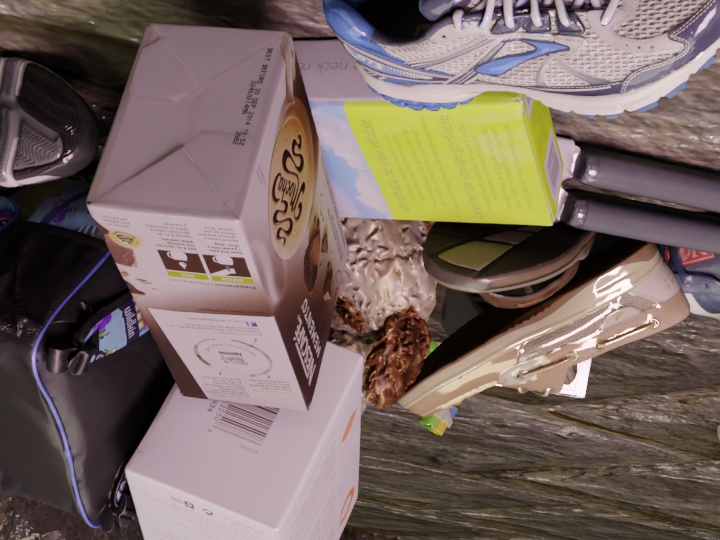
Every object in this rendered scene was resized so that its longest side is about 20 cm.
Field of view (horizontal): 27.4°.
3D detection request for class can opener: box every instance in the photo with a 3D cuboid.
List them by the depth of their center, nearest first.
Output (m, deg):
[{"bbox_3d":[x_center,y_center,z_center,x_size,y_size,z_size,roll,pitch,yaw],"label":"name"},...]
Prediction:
[{"bbox_3d":[0.140,-0.054,0.905,0.200,0.053,0.066,11,-161,-9],"label":"can opener"}]

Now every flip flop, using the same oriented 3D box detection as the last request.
[{"bbox_3d":[0.099,-0.008,0.919,0.081,0.058,0.200,19,-164,19],"label":"flip flop"}]

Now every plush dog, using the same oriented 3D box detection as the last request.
[{"bbox_3d":[0.000,0.000,0.973,0.160,0.200,0.172,-24,-178,-13],"label":"plush dog"}]

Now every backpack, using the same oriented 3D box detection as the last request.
[{"bbox_3d":[-0.168,0.028,0.909,0.134,0.200,0.183,13,137,20],"label":"backpack"}]

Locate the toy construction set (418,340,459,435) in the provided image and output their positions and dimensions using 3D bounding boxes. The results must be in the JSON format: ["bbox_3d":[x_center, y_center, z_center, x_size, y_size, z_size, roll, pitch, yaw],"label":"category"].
[{"bbox_3d":[0.065,0.085,1.338,0.131,0.092,0.200,34,151,-7],"label":"toy construction set"}]

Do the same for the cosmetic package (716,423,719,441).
[{"bbox_3d":[0.313,0.067,0.884,0.102,0.074,0.200,9,133,-24],"label":"cosmetic package"}]

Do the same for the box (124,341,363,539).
[{"bbox_3d":[-0.066,0.133,0.925,0.097,0.124,0.200,20,148,12],"label":"box"}]

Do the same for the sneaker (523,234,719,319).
[{"bbox_3d":[0.210,-0.006,0.998,0.200,0.075,0.085,1,160,-3],"label":"sneaker"}]

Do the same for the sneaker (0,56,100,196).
[{"bbox_3d":[-0.212,-0.082,0.912,0.200,0.075,0.115,9,173,33],"label":"sneaker"}]

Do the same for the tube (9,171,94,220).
[{"bbox_3d":[-0.199,-0.050,1.054,0.200,0.058,0.052,9,132,-15],"label":"tube"}]

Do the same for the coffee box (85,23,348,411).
[{"bbox_3d":[-0.067,-0.021,0.780,0.080,0.113,0.200,6,149,12],"label":"coffee box"}]

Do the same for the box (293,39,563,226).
[{"bbox_3d":[0.004,-0.075,0.822,0.200,0.048,0.122,2,151,18],"label":"box"}]

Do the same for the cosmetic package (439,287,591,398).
[{"bbox_3d":[0.113,0.042,1.103,0.082,0.051,0.200,10,-171,-5],"label":"cosmetic package"}]

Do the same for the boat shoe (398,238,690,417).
[{"bbox_3d":[0.115,0.051,0.957,0.200,0.065,0.072,-31,-170,18],"label":"boat shoe"}]

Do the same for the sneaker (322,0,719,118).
[{"bbox_3d":[0.068,-0.114,0.648,0.200,0.077,0.085,-4,157,34],"label":"sneaker"}]
